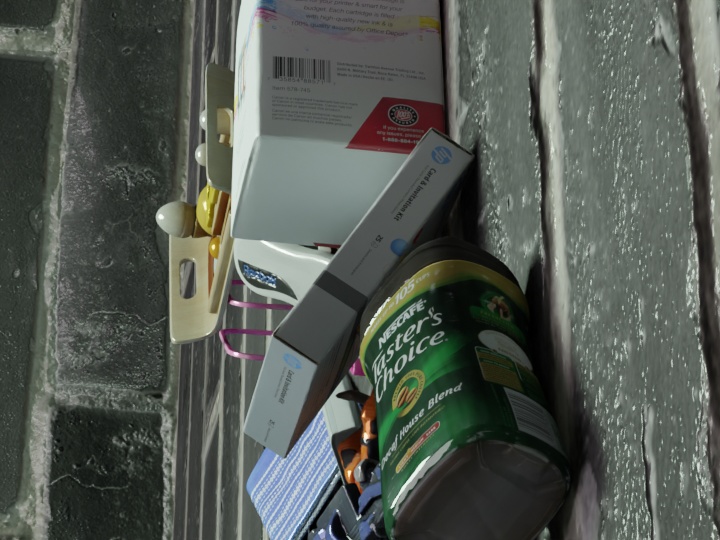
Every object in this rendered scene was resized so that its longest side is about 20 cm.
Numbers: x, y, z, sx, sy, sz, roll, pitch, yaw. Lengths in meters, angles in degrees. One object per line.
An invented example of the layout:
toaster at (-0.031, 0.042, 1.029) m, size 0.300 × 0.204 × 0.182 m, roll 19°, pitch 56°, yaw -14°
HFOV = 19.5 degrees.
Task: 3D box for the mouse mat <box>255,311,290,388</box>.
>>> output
mouse mat at (-0.060, 0.057, 2.007) m, size 0.161 × 0.007 × 0.201 m, roll -128°, pitch 61°, yaw -77°

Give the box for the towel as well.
towel at (-0.051, 0.161, 1.833) m, size 0.145 × 0.024 × 0.200 m, roll -59°, pitch 15°, yaw 4°

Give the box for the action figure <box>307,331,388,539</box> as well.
action figure at (0.033, 0.137, 1.376) m, size 0.200 × 0.104 × 0.195 m, roll 130°, pitch 138°, yaw -54°

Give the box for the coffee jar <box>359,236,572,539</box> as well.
coffee jar at (0.055, 0.072, 1.189) m, size 0.104 × 0.085 × 0.200 m, roll -52°, pitch 25°, yaw 25°

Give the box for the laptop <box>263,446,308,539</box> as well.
laptop at (-0.032, 0.206, 1.938) m, size 0.178 × 0.103 × 0.201 m, roll -99°, pitch -9°, yaw -58°

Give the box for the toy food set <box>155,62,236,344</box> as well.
toy food set at (-0.138, -0.055, 1.783) m, size 0.201 × 0.060 × 0.144 m, roll 106°, pitch 165°, yaw -45°

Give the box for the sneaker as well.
sneaker at (0.000, 0.000, 1.661) m, size 0.200 × 0.111 × 0.073 m, roll 31°, pitch 129°, yaw 41°

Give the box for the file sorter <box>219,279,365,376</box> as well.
file sorter at (-0.054, -0.024, 1.821) m, size 0.139 × 0.125 × 0.201 m, roll -135°, pitch 50°, yaw -77°

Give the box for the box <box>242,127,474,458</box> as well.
box at (-0.003, 0.017, 1.443) m, size 0.200 × 0.041 × 0.156 m, roll -54°, pitch -8°, yaw -29°

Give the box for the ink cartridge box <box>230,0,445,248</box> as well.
ink cartridge box at (-0.020, -0.139, 1.608) m, size 0.145 × 0.144 × 0.201 m, roll 109°, pitch 163°, yaw -58°

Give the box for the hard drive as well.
hard drive at (-0.006, 0.136, 1.612) m, size 0.200 × 0.027 × 0.133 m, roll -110°, pitch 2°, yaw -67°
